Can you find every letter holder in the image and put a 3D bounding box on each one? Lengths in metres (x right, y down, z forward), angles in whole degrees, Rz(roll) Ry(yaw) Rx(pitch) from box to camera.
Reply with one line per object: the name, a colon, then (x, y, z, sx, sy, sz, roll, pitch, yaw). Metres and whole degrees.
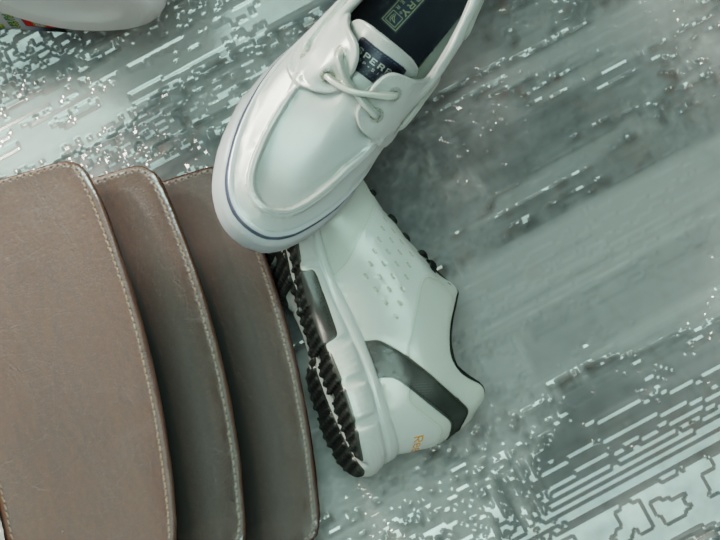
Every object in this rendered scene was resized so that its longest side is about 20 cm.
letter holder: (-0.108, 0.049, 1.321, 0.142, 0.101, 0.201, -16, 78, 7)

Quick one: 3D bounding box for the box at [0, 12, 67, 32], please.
box: (-0.198, -0.228, 1.421, 0.110, 0.035, 0.201, 3, 79, 5)

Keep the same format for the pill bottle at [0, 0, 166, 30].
pill bottle: (-0.134, -0.228, 1.346, 0.109, 0.110, 0.201, 7, 78, 6)

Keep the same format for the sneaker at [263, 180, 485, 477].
sneaker: (0.000, 0.000, 1.352, 0.080, 0.074, 0.201, -15, 81, -16)

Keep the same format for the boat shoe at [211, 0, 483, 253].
boat shoe: (-0.001, -0.098, 1.302, 0.073, 0.065, 0.200, 34, 72, -8)
